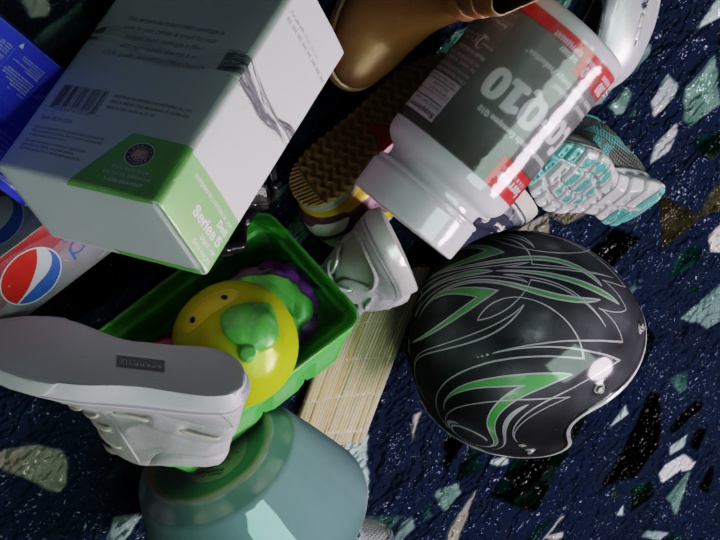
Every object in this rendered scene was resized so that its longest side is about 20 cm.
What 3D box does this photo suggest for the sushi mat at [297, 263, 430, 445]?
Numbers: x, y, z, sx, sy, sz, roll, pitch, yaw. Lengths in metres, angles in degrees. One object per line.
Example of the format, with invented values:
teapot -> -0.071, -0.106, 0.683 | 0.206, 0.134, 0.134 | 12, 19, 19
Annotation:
sushi mat -> -0.003, 0.081, 1.764 | 0.096, 0.012, 0.200 | -7, 127, -43

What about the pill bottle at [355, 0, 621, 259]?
pill bottle -> 0.096, -0.114, 1.502 | 0.200, 0.114, 0.114 | -51, 142, 1

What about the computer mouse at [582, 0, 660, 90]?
computer mouse -> 0.238, -0.230, 1.695 | 0.110, 0.044, 0.200 | -2, 124, -43

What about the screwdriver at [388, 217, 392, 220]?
screwdriver -> 0.043, -0.063, 1.672 | 0.200, 0.029, 0.028 | -54, 141, 7

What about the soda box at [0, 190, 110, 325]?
soda box -> -0.226, -0.034, 1.417 | 0.200, 0.063, 0.070 | -39, 142, -11

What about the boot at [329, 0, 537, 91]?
boot -> 0.069, -0.201, 1.462 | 0.200, 0.155, 0.077 | -45, 122, -4

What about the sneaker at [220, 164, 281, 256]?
sneaker -> -0.094, -0.097, 1.459 | 0.071, 0.098, 0.201 | -4, 124, -39

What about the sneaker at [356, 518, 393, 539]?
sneaker -> -0.039, 0.249, 1.829 | 0.200, 0.078, 0.086 | -2, 121, -42

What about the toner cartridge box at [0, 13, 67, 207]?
toner cartridge box -> -0.264, -0.130, 1.315 | 0.095, 0.043, 0.200 | -47, 142, 1

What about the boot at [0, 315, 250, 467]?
boot -> -0.184, 0.097, 1.410 | 0.200, 0.074, 0.096 | 11, 129, -5

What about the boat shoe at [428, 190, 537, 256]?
boat shoe -> 0.090, -0.054, 1.658 | 0.093, 0.075, 0.200 | -44, 164, 1

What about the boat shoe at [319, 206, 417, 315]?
boat shoe -> 0.000, 0.000, 1.593 | 0.068, 0.072, 0.200 | -24, 176, -6

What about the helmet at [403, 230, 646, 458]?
helmet -> 0.144, 0.057, 1.729 | 0.200, 0.200, 0.191 | -22, 156, -28

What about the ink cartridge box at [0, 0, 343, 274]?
ink cartridge box -> -0.125, -0.111, 1.324 | 0.200, 0.145, 0.084 | -59, 142, -24

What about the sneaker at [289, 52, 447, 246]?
sneaker -> 0.032, -0.100, 1.604 | 0.200, 0.075, 0.090 | -34, 149, -7

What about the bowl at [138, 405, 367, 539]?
bowl -> -0.105, 0.182, 1.631 | 0.201, 0.201, 0.105 | -38, 126, -12

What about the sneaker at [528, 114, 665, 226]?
sneaker -> 0.190, -0.100, 1.727 | 0.078, 0.091, 0.200 | -37, 153, 20

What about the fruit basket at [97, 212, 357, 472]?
fruit basket -> -0.109, 0.053, 1.525 | 0.215, 0.156, 0.216 | -34, 155, -19
